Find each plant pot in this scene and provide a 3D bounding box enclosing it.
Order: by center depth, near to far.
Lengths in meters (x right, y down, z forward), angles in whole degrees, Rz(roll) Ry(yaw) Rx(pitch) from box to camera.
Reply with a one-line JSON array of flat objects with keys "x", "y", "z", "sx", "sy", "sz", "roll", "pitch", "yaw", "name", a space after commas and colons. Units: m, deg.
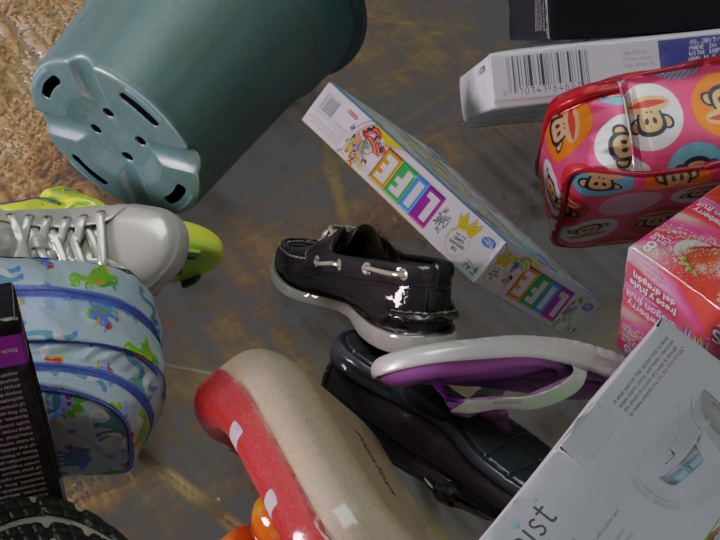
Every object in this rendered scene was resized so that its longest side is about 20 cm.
[{"x": -0.128, "y": -0.161, "z": 1.171, "sx": 0.199, "sy": 0.201, "sz": 0.197, "roll": 21, "pitch": 56, "yaw": 23, "name": "plant pot"}]

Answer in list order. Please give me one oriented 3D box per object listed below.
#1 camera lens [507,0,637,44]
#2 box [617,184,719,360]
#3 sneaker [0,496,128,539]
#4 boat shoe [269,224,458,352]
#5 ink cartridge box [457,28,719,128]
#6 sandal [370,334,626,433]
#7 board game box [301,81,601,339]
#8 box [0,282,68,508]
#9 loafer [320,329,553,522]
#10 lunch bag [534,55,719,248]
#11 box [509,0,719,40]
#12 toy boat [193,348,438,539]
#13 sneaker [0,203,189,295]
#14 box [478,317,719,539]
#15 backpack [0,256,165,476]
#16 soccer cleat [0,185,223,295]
[{"x": 0.223, "y": -0.270, "z": 1.274, "sx": 0.198, "sy": 0.161, "sz": 0.161, "roll": -10, "pitch": 44, "yaw": -8, "name": "camera lens"}, {"x": 0.258, "y": 0.046, "z": 0.936, "sx": 0.099, "sy": 0.096, "sz": 0.200, "roll": -31, "pitch": 51, "yaw": -27, "name": "box"}, {"x": -0.216, "y": 0.181, "z": 0.895, "sx": 0.198, "sy": 0.089, "sz": 0.077, "roll": 8, "pitch": 40, "yaw": -22, "name": "sneaker"}, {"x": 0.000, "y": 0.000, "z": 1.034, "sx": 0.073, "sy": 0.061, "sz": 0.200, "roll": -3, "pitch": 16, "yaw": -25, "name": "boat shoe"}, {"x": 0.174, "y": -0.138, "z": 1.138, "sx": 0.198, "sy": 0.041, "sz": 0.200, "roll": -7, "pitch": 1, "yaw": -4, "name": "ink cartridge box"}, {"x": 0.095, "y": 0.071, "z": 0.947, "sx": 0.202, "sy": 0.082, "sz": 0.050, "roll": 5, "pitch": 70, "yaw": -40, "name": "sandal"}, {"x": 0.061, "y": -0.041, "z": 1.073, "sx": 0.034, "sy": 0.134, "sz": 0.200, "roll": -52, "pitch": 51, "yaw": 9, "name": "board game box"}, {"x": -0.245, "y": 0.101, "z": 0.888, "sx": 0.142, "sy": 0.201, "sz": 0.036, "roll": -10, "pitch": 41, "yaw": -8, "name": "box"}, {"x": 0.054, "y": 0.112, "z": 0.973, "sx": 0.200, "sy": 0.063, "sz": 0.072, "roll": 36, "pitch": 25, "yaw": 28, "name": "loafer"}, {"x": 0.219, "y": -0.070, "z": 1.060, "sx": 0.198, "sy": 0.176, "sz": 0.083, "roll": -8, "pitch": 69, "yaw": -2, "name": "lunch bag"}, {"x": 0.214, "y": -0.207, "z": 1.127, "sx": 0.198, "sy": 0.080, "sz": 0.141, "roll": -4, "pitch": 11, "yaw": -4, "name": "box"}, {"x": -0.044, "y": 0.145, "z": 0.908, "sx": 0.130, "sy": 0.131, "sz": 0.200, "roll": -39, "pitch": 48, "yaw": 5, "name": "toy boat"}, {"x": -0.213, "y": -0.006, "z": 1.027, "sx": 0.198, "sy": 0.085, "sz": 0.073, "roll": -11, "pitch": 72, "yaw": 8, "name": "sneaker"}, {"x": 0.166, "y": 0.156, "z": 0.845, "sx": 0.176, "sy": 0.097, "sz": 0.200, "roll": 37, "pitch": 55, "yaw": 11, "name": "box"}, {"x": -0.219, "y": 0.061, "z": 0.974, "sx": 0.198, "sy": 0.164, "sz": 0.154, "roll": -12, "pitch": 53, "yaw": -19, "name": "backpack"}, {"x": -0.194, "y": -0.028, "z": 1.111, "sx": 0.198, "sy": 0.065, "sz": 0.084, "roll": -1, "pitch": 58, "yaw": 6, "name": "soccer cleat"}]
